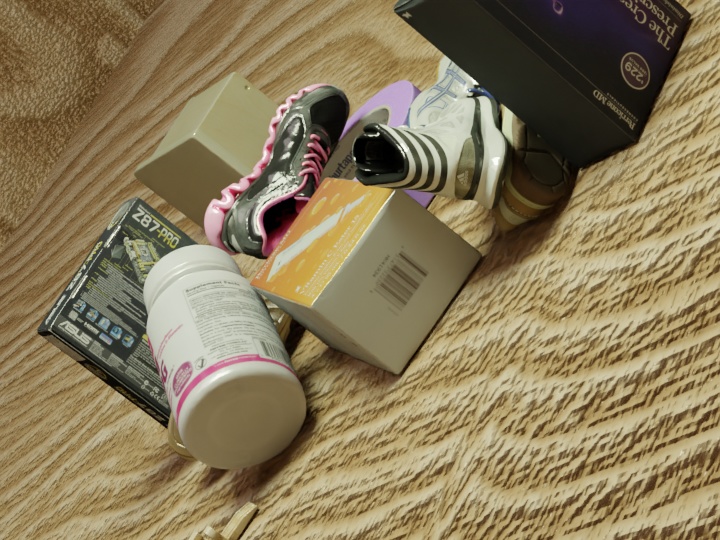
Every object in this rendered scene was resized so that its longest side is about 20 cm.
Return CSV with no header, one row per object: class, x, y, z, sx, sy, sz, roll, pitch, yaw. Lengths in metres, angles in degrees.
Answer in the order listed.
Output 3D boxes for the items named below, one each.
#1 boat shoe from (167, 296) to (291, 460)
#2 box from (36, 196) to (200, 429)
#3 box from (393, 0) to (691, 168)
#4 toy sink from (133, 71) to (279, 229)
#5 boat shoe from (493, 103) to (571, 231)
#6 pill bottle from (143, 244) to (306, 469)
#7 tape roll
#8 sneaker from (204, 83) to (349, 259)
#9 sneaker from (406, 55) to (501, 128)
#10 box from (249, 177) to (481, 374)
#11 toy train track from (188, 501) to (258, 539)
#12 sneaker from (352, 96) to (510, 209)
boat shoe,-0.115,0.102,1.693,0.201,0.071,0.065,-59,-18,-25
box,-0.188,0.052,1.731,0.162,0.200,0.049,-59,19,-19
box,0.143,-0.199,1.378,0.079,0.200,0.142,-22,34,57
toy sink,-0.168,-0.144,2.182,0.200,0.130,0.112,-22,34,60
boat shoe,0.136,-0.114,1.462,0.076,0.071,0.201,-51,13,45
pill bottle,-0.127,0.072,1.589,0.113,0.113,0.200,-47,37,16
tape roll,0.008,-0.086,1.731,0.200,0.066,0.200,-46,19,21
sneaker,-0.061,-0.090,1.720,0.095,0.079,0.201,20,73,49
sneaker,0.103,-0.163,1.622,0.088,0.075,0.201,-37,24,39
box,0.000,0.000,1.525,0.125,0.097,0.200,-55,17,-7
toy train track,-0.118,0.238,1.466,0.115,0.032,0.200,-56,19,-11
sneaker,0.050,-0.107,1.442,0.201,0.115,0.076,-104,25,-74
